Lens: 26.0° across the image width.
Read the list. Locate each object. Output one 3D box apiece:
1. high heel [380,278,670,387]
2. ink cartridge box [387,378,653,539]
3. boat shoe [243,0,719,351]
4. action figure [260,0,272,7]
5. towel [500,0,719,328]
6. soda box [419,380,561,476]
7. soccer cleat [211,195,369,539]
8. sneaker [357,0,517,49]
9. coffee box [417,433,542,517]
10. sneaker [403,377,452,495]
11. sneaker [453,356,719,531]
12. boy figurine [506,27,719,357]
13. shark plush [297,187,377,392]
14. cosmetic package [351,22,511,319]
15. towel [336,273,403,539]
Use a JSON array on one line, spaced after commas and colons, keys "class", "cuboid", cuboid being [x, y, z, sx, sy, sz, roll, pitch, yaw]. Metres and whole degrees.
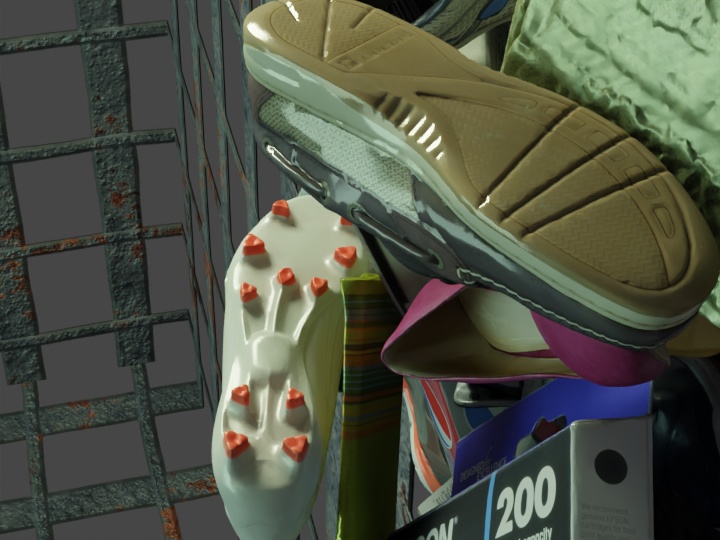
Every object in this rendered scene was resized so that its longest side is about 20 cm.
[{"class": "high heel", "cuboid": [0.056, 0.027, 0.613, 0.068, 0.096, 0.200, 56, -179, -13]}, {"class": "ink cartridge box", "cuboid": [0.061, 0.138, 0.669, 0.198, 0.043, 0.202, 135, 145, -58]}, {"class": "boat shoe", "cuboid": [0.034, -0.029, 0.538, 0.199, 0.072, 0.065, 34, 138, 28]}, {"class": "action figure", "cuboid": [0.016, -0.143, 0.983, 0.200, 0.069, 0.131, -18, -75, -61]}, {"class": "towel", "cuboid": [0.127, -0.058, 0.506, 0.200, 0.036, 0.149, 39, 127, 32]}, {"class": "soda box", "cuboid": [0.082, 0.093, 0.882, 0.063, 0.070, 0.201, -136, 25, -70]}, {"class": "soccer cleat", "cuboid": [-0.038, 0.045, 0.761, 0.078, 0.069, 0.201, 95, -176, -46]}, {"class": "sneaker", "cuboid": [0.052, -0.141, 0.678, 0.077, 0.200, 0.085, 53, -176, 13]}, {"class": "coffee box", "cuboid": [0.114, 0.175, 0.763, 0.113, 0.080, 0.200, 47, -176, -25]}, {"class": "sneaker", "cuboid": [0.054, 0.053, 1.017, 0.201, 0.077, 0.082, 66, 157, 6]}, {"class": "sneaker", "cuboid": [0.107, 0.058, 0.748, 0.200, 0.108, 0.071, -114, 18, -52]}, {"class": "boy figurine", "cuboid": [0.121, -0.044, 0.722, 0.125, 0.064, 0.201, 104, 159, -60]}, {"class": "shark plush", "cuboid": [0.000, 0.000, 0.870, 0.083, 0.091, 0.201, -38, 41, 25]}, {"class": "cosmetic package", "cuboid": [0.047, -0.070, 0.800, 0.104, 0.087, 0.200, 62, -163, -21]}, {"class": "towel", "cuboid": [0.000, 0.102, 0.747, 0.086, 0.018, 0.202, 4, -92, -73]}]
